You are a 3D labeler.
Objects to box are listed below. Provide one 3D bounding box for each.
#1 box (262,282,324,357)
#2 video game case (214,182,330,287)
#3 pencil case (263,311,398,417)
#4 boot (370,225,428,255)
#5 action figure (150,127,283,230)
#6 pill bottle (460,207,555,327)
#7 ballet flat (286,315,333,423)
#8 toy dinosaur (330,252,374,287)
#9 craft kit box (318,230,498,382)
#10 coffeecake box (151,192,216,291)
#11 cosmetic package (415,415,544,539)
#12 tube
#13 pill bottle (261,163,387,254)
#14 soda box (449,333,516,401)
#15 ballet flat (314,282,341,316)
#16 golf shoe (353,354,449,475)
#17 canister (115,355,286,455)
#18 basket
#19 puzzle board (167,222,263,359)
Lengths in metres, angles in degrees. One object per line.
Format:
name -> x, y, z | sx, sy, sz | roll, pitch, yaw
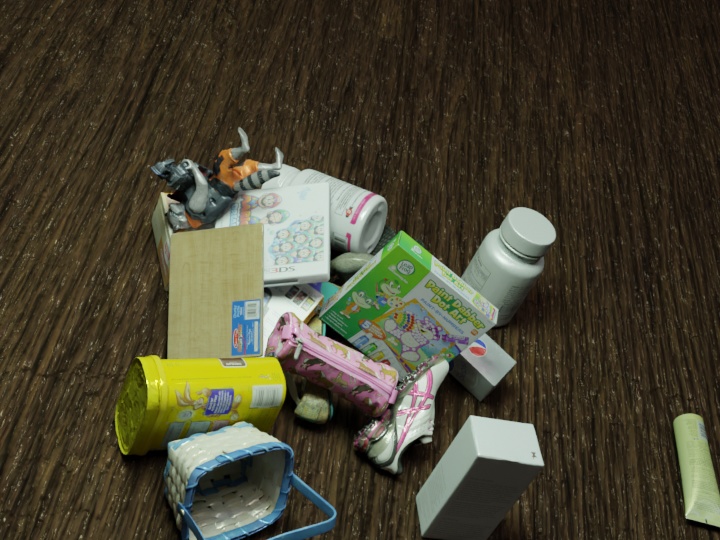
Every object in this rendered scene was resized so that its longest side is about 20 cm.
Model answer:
box -> -0.147, 0.066, 1.685 | 0.119, 0.042, 0.200 | 36, 64, 10
video game case -> -0.137, -0.054, 1.716 | 0.181, 0.024, 0.201 | -6, 47, 5
pencil case -> -0.040, 0.136, 1.596 | 0.200, 0.083, 0.087 | 30, 27, -18
boot -> 0.084, -0.002, 1.913 | 0.131, 0.068, 0.200 | 48, -12, -30
action figure -> -0.227, -0.130, 1.687 | 0.105, 0.193, 0.200 | 55, 16, 12
pill bottle -> 0.251, -0.007, 1.908 | 0.114, 0.200, 0.115 | 15, 41, -14
ballet flat -> -0.081, 0.144, 1.679 | 0.070, 0.071, 0.201 | 11, 44, -18
toy dinosaur -> 0.000, 0.000, 1.822 | 0.199, 0.102, 0.077 | 13, 58, 9
craft kit box -> 0.073, 0.066, 1.698 | 0.200, 0.198, 0.049 | 38, 31, -13
coffeecake box -> -0.222, -0.042, 1.790 | 0.199, 0.073, 0.154 | 3, 48, -26
cosmetic package -> 0.161, 0.294, 1.544 | 0.101, 0.200, 0.071 | 11, 43, -19
tube -> 0.556, 0.331, 1.838 | 0.058, 0.052, 0.201 | -14, 44, 17
pill bottle -> -0.065, -0.105, 1.886 | 0.199, 0.114, 0.113 | 23, 38, 19
soda box -> 0.153, 0.115, 1.811 | 0.200, 0.063, 0.068 | 43, 55, 9
ballet flat -> -0.033, 0.063, 1.789 | 0.199, 0.065, 0.071 | 17, 53, -10
golf shoe -> 0.077, 0.215, 1.663 | 0.092, 0.073, 0.200 | 42, 66, -2
canister -> -0.216, 0.181, 1.505 | 0.199, 0.149, 0.087 | 1, 46, -30
basket -> -0.149, 0.289, 1.417 | 0.176, 0.140, 0.200 | -9, 26, -34
puzzle board -> -0.211, 0.035, 1.633 | 0.150, 0.017, 0.201 | -6, 74, 16
